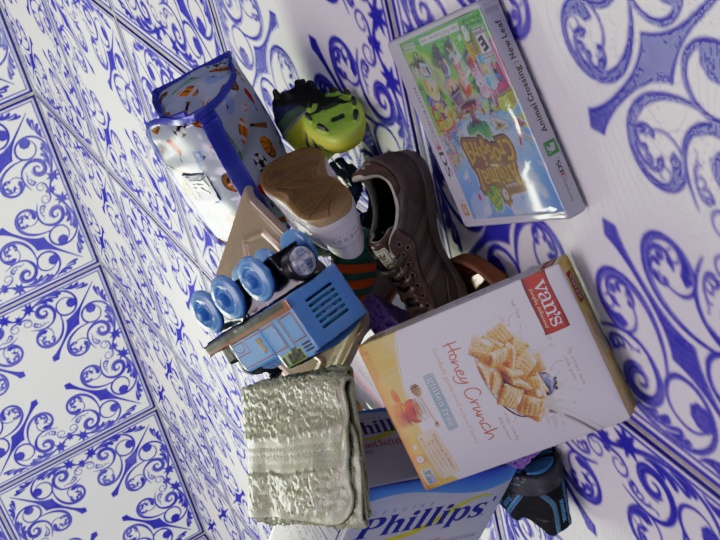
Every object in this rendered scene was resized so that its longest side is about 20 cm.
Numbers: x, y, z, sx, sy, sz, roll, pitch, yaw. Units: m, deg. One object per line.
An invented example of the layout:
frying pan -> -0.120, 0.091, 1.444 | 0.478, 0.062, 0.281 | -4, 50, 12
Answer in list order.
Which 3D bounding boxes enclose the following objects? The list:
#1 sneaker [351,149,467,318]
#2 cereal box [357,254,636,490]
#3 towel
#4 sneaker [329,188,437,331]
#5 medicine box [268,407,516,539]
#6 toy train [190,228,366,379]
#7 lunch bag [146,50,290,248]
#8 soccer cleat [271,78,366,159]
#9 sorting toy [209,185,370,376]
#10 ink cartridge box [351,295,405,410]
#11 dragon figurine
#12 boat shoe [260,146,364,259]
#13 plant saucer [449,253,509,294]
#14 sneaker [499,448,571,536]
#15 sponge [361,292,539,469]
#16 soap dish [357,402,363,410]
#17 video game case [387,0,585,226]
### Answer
sneaker -> 0.040, -0.010, 1.252 | 0.070, 0.075, 0.201 | -19, 87, 52
cereal box -> 0.114, 0.090, 1.147 | 0.144, 0.199, 0.040 | 64, -155, -4
towel -> -0.055, 0.165, 1.251 | 0.200, 0.036, 0.149 | -14, 80, 57
sneaker -> 0.000, 0.000, 1.361 | 0.080, 0.071, 0.200 | 35, 116, 11
medicine box -> 0.028, 0.234, 1.332 | 0.103, 0.182, 0.200 | 56, 137, 39
toy train -> -0.085, 0.041, 1.280 | 0.115, 0.087, 0.200 | 57, 143, -1
lunch bag -> -0.144, -0.123, 1.442 | 0.170, 0.124, 0.200 | 61, 180, -23
soccer cleat -> -0.037, -0.146, 1.412 | 0.200, 0.065, 0.084 | 37, 148, 62
sorting toy -> -0.073, 0.037, 1.361 | 0.200, 0.036, 0.185 | 48, 141, 21
ink cartridge box -> 0.033, 0.097, 1.552 | 0.117, 0.067, 0.201 | 46, 155, 40
dragon figurine -> 0.009, -0.027, 1.425 | 0.200, 0.099, 0.059 | 51, -175, 10
boat shoe -> -0.045, -0.062, 1.311 | 0.069, 0.071, 0.200 | 62, 177, -28
plant saucer -> 0.139, 0.074, 1.282 | 0.201, 0.032, 0.201 | 53, 161, 28
sneaker -> 0.147, 0.219, 1.394 | 0.200, 0.073, 0.082 | 13, 127, 68
sponge -> 0.082, 0.104, 1.292 | 0.111, 0.030, 0.200 | 28, -163, -52
soap dish -> -0.075, 0.107, 1.739 | 0.200, 0.081, 0.157 | 35, 165, 16
video game case -> 0.099, -0.125, 1.126 | 0.183, 0.022, 0.200 | 66, 162, -8
